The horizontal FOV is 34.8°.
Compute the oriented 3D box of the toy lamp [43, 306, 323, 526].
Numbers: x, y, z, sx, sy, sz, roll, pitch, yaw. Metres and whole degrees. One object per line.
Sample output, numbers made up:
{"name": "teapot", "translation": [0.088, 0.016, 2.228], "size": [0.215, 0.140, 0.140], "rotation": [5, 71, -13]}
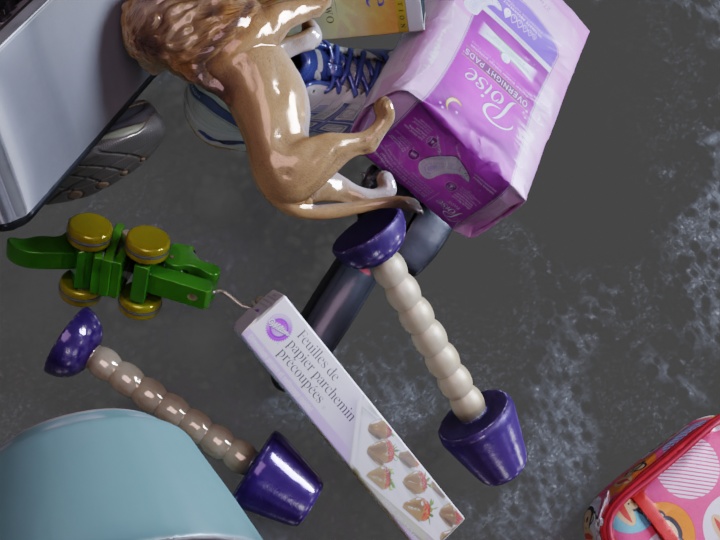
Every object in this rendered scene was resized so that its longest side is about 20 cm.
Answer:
{"name": "toy lamp", "translation": [-0.115, 0.102, 0.764], "size": [0.199, 0.058, 0.059], "rotation": [32, 74, 0]}

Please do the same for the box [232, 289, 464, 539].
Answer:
{"name": "box", "translation": [-0.007, 0.102, 0.760], "size": [0.039, 0.041, 0.201], "rotation": [-40, 105, -10]}

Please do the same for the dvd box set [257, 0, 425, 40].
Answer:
{"name": "dvd box set", "translation": [-0.063, -0.208, 0.718], "size": [0.197, 0.147, 0.030], "rotation": [-3, 46, 8]}

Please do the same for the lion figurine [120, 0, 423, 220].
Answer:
{"name": "lion figurine", "translation": [-0.054, -0.099, 0.695], "size": [0.121, 0.073, 0.201], "rotation": [-25, 76, -25]}

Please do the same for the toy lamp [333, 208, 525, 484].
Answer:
{"name": "toy lamp", "translation": [0.051, 0.056, 0.766], "size": [0.058, 0.058, 0.201], "rotation": [-37, 107, -15]}

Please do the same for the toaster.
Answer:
{"name": "toaster", "translation": [-0.250, -0.124, 0.698], "size": [0.179, 0.120, 0.201], "rotation": [15, 49, 20]}

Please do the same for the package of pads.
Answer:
{"name": "package of pads", "translation": [0.081, -0.136, 0.802], "size": [0.120, 0.076, 0.201], "rotation": [38, 52, -14]}

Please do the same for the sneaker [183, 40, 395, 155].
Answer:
{"name": "sneaker", "translation": [-0.025, -0.128, 0.816], "size": [0.197, 0.088, 0.076], "rotation": [-9, 77, -13]}

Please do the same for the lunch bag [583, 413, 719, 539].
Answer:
{"name": "lunch bag", "translation": [0.249, 0.216, 0.790], "size": [0.175, 0.082, 0.201], "rotation": [-34, 83, -11]}

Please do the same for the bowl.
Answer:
{"name": "bowl", "translation": [-0.161, 0.157, 0.690], "size": [0.198, 0.202, 0.106], "rotation": [-14, 59, -12]}

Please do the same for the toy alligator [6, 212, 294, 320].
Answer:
{"name": "toy alligator", "translation": [-0.139, -0.003, 0.788], "size": [0.197, 0.060, 0.055], "rotation": [12, 35, -6]}

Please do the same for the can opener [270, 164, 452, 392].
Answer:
{"name": "can opener", "translation": [0.000, 0.000, 0.803], "size": [0.078, 0.063, 0.201], "rotation": [35, 74, 0]}

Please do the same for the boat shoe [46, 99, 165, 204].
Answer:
{"name": "boat shoe", "translation": [-0.232, -0.081, 0.778], "size": [0.198, 0.075, 0.074], "rotation": [-22, 80, -14]}
